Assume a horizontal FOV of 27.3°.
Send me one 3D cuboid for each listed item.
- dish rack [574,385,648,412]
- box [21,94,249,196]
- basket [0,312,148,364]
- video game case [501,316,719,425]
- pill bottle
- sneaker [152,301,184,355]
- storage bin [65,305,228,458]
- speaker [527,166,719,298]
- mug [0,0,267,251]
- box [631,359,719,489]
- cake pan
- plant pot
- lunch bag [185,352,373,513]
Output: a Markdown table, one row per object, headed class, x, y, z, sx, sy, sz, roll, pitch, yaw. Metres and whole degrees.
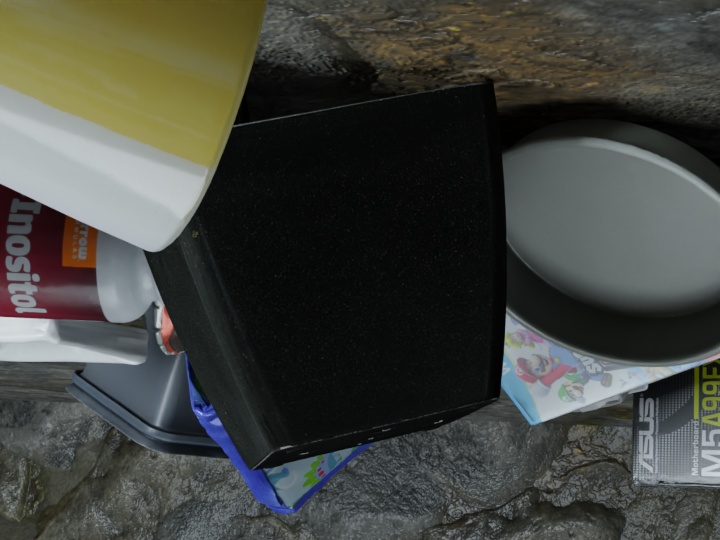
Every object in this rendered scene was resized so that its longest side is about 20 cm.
| class | x | y | z | sx | sy | sz | roll | pitch | yaw |
| --- | --- | --- | --- | --- | --- | --- | --- | --- | --- |
| dish rack | 0.137 | 0.050 | 1.250 | 0.200 | 0.044 | 0.172 | 42 | 165 | -2 |
| box | -0.149 | -0.084 | 0.917 | 0.158 | 0.046 | 0.200 | 3 | 170 | -1 |
| basket | -0.293 | 0.012 | 1.283 | 0.199 | 0.124 | 0.135 | -1 | 169 | 29 |
| video game case | 0.173 | 0.035 | 1.136 | 0.200 | 0.018 | 0.143 | -25 | 111 | 36 |
| pill bottle | -0.219 | -0.019 | 1.118 | 0.199 | 0.113 | 0.113 | 2 | 170 | 6 |
| sneaker | -0.142 | 0.015 | 1.292 | 0.082 | 0.077 | 0.200 | -6 | 154 | -5 |
| storage bin | -0.198 | 0.100 | 1.577 | 0.145 | 0.135 | 0.200 | 12 | -171 | -41 |
| speaker | 0.201 | -0.023 | 1.006 | 0.199 | 0.089 | 0.088 | -6 | 166 | 36 |
| mug | -0.125 | -0.116 | 0.583 | 0.153 | 0.187 | 0.149 | 17 | -161 | -19 |
| box | 0.303 | 0.079 | 1.207 | 0.160 | 0.201 | 0.044 | -3 | 170 | 36 |
| cake pan | 0.159 | -0.018 | 0.936 | 0.200 | 0.037 | 0.201 | 17 | 141 | 14 |
| plant pot | -0.014 | 0.015 | 0.890 | 0.199 | 0.178 | 0.200 | -12 | 169 | -13 |
| lunch bag | -0.048 | 0.055 | 1.069 | 0.127 | 0.200 | 0.170 | 11 | 152 | 25 |
